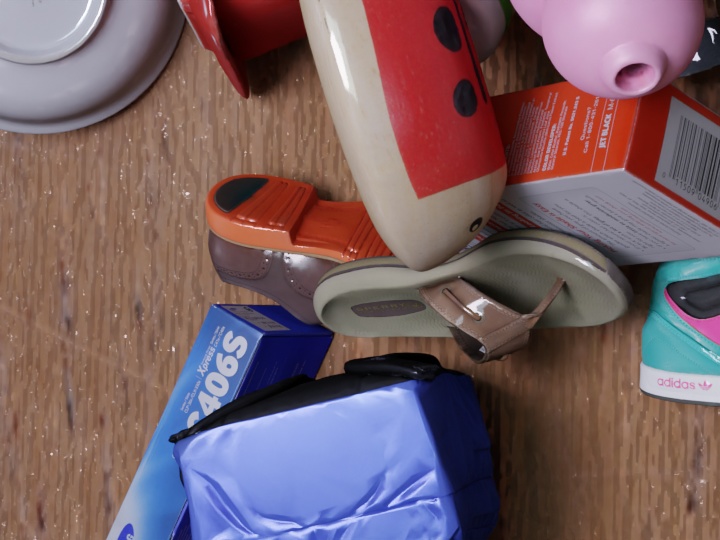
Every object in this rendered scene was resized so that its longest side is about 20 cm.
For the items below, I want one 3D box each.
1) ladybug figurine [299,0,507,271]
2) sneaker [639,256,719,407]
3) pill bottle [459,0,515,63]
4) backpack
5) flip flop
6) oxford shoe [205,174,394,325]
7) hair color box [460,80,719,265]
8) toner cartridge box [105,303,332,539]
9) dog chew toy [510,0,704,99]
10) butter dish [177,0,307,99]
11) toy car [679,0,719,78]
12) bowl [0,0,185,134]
[{"bbox_3d":[0.023,-0.100,1.070,0.072,0.136,0.200,-17,103,10],"label":"ladybug figurine"},{"bbox_3d":[0.247,0.012,1.144,0.200,0.084,0.121,1,98,27],"label":"sneaker"},{"bbox_3d":[0.062,-0.223,1.187,0.111,0.111,0.200,13,63,26],"label":"pill bottle"},{"bbox_3d":[-0.006,0.134,1.195,0.162,0.200,0.168,-9,91,11],"label":"backpack"},{"bbox_3d":[0.060,0.024,1.176,0.200,0.081,0.058,-6,51,28],"label":"flip flop"},{"bbox_3d":[0.000,0.000,1.283,0.200,0.071,0.073,18,131,18],"label":"oxford shoe"},{"bbox_3d":[0.113,-0.050,1.146,0.200,0.111,0.064,-8,62,50],"label":"hair color box"},{"bbox_3d":[-0.093,0.118,1.298,0.043,0.095,0.200,29,101,25],"label":"toner cartridge box"},{"bbox_3d":[0.122,-0.166,1.047,0.124,0.125,0.200,-27,46,23],"label":"dog chew toy"},{"bbox_3d":[-0.042,-0.222,1.255,0.147,0.199,0.200,-11,83,2],"label":"butter dish"},{"bbox_3d":[0.234,-0.144,1.105,0.200,0.158,0.165,12,114,31],"label":"toy car"},{"bbox_3d":[-0.205,-0.181,1.311,0.201,0.090,0.202,-1,100,-8],"label":"bowl"}]
